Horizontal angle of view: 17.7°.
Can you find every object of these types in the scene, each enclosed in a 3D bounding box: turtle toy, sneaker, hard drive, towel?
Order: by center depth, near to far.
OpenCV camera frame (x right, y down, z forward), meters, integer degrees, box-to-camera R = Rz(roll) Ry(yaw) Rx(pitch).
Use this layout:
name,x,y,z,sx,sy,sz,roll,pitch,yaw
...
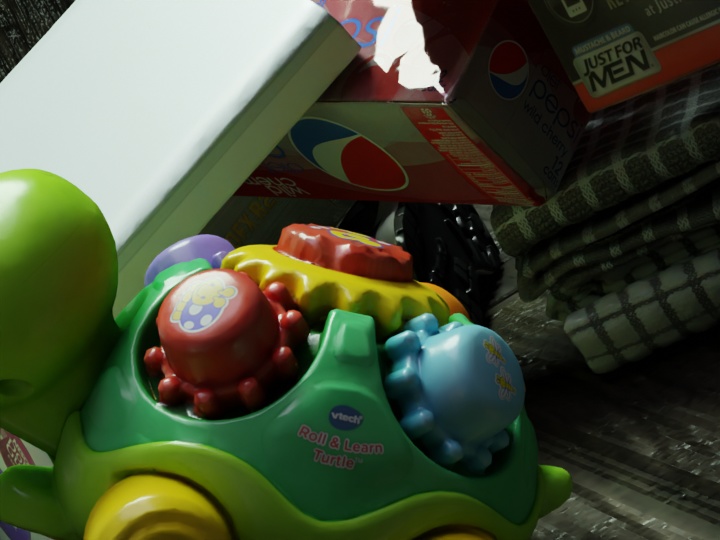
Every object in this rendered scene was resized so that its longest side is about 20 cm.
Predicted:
name,x,y,z,sx,sy,sz,roll,pitch,yaw
turtle toy,-0.036,0.035,0.623,0.199,0.101,0.146,12,6,-10
hard drive,-0.102,-0.026,0.785,0.200,0.027,0.132,-48,38,-4
towel,0.139,-0.055,0.820,0.165,0.086,0.200,-24,11,21
sneaker,0.000,0.000,0.952,0.087,0.076,0.200,-31,10,15

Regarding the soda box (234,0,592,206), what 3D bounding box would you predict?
name,x,y,z,sx,sy,sz,roll,pitch,yaw
soda box,-0.011,-0.068,0.812,0.200,0.063,0.070,5,61,45

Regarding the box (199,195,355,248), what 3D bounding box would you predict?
name,x,y,z,sx,sy,sz,roll,pitch,yaw
box,-0.064,-0.002,0.971,0.159,0.048,0.200,-52,7,-4

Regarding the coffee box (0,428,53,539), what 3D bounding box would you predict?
name,x,y,z,sx,sy,sz,roll,pitch,yaw
coffee box,-0.197,0.099,0.630,0.200,0.200,0.198,-28,11,7

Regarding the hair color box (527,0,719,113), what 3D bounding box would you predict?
name,x,y,z,sx,sy,sz,roll,pitch,yaw
hair color box,0.152,-0.132,0.748,0.200,0.064,0.111,-35,9,-38
